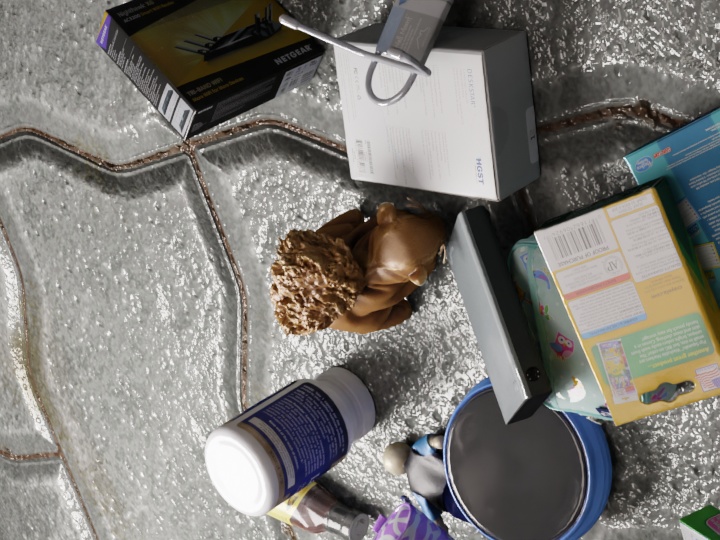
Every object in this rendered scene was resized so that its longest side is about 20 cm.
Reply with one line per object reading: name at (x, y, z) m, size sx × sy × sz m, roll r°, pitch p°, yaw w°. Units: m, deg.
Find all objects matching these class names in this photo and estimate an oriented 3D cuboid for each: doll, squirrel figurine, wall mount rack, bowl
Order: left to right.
squirrel figurine at (0.000, 0.000, 1.625) m, size 0.186 × 0.199 × 0.143 m, roll -23°, pitch 88°, yaw 60°
wall mount rack at (0.021, -0.272, 1.488) m, size 0.173 × 0.074 × 0.201 m, roll 23°, pitch 89°, yaw 41°
doll at (0.104, 0.255, 1.773) m, size 0.199 × 0.048 × 0.138 m, roll 23°, pitch 124°, yaw 34°
bowl at (0.177, 0.210, 1.649) m, size 0.199 × 0.039 × 0.203 m, roll 7°, pitch 102°, yaw 35°

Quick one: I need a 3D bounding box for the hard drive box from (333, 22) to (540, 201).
hard drive box at (0.077, -0.166, 1.554) m, size 0.199 × 0.077 × 0.157 m, roll 12°, pitch 120°, yaw 40°

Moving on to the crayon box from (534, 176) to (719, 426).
crayon box at (0.259, 0.030, 1.405) m, size 0.125 × 0.052 × 0.202 m, roll -20°, pitch 96°, yaw 28°

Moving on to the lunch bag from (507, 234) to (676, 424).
lunch bag at (0.230, 0.055, 1.522) m, size 0.159 × 0.077 × 0.202 m, roll 5°, pitch 113°, yaw 42°

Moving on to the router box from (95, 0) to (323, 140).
router box at (-0.163, -0.244, 1.654) m, size 0.157 × 0.199 × 0.052 m, roll 46°, pitch 139°, yaw 15°

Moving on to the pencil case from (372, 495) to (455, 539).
pencil case at (0.098, 0.356, 1.764) m, size 0.200 × 0.084 × 0.085 m, roll 42°, pitch 163°, yaw -11°

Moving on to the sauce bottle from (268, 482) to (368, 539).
sauce bottle at (-0.076, 0.301, 1.963) m, size 0.199 × 0.066 × 0.067 m, roll 15°, pitch 121°, yaw 36°

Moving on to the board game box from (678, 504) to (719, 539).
board game box at (0.395, 0.332, 1.468) m, size 0.200 × 0.040 × 0.154 m, roll 28°, pitch 138°, yaw 67°

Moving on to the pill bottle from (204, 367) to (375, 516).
pill bottle at (-0.080, 0.199, 1.811) m, size 0.115 × 0.199 × 0.117 m, roll 23°, pitch 127°, yaw 35°

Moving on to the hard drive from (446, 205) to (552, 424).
hard drive at (0.140, 0.048, 1.556) m, size 0.140 × 0.033 × 0.202 m, roll 100°, pitch 153°, yaw -73°

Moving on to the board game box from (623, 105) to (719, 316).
board game box at (0.350, -0.049, 1.374) m, size 0.151 × 0.047 × 0.201 m, roll -27°, pitch 92°, yaw 48°
